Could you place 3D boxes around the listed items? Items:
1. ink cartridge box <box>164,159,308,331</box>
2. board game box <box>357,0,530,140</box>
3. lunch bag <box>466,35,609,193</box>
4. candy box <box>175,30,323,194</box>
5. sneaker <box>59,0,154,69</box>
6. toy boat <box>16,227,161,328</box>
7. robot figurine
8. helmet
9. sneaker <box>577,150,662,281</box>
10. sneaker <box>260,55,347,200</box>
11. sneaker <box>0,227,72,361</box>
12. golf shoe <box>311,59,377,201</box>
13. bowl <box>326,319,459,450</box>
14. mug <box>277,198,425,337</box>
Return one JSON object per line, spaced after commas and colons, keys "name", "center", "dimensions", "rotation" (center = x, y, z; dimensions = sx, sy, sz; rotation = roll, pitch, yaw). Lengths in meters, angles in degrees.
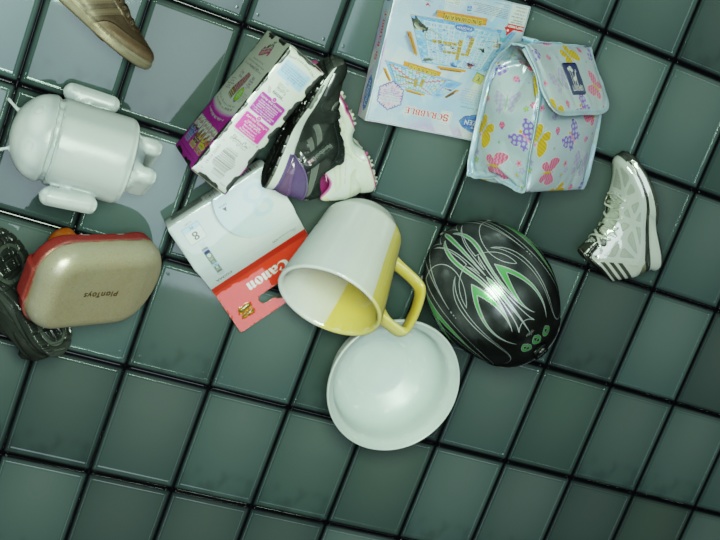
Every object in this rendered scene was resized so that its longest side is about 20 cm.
{"name": "ink cartridge box", "center": [-0.150, -0.028, 1.656], "dimensions": [0.160, 0.047, 0.200], "rotation": [-34, 111, -4]}
{"name": "board game box", "center": [0.114, -0.288, 1.651], "dimensions": [0.200, 0.041, 0.200], "rotation": [9, 105, -20]}
{"name": "lunch bag", "center": [0.250, -0.213, 1.642], "dimensions": [0.169, 0.127, 0.201], "rotation": [-6, 110, -49]}
{"name": "candy box", "center": [-0.146, -0.206, 1.551], "dimensions": [0.061, 0.136, 0.200], "rotation": [37, 95, -25]}
{"name": "sneaker", "center": [-0.321, -0.337, 1.492], "dimensions": [0.200, 0.070, 0.076], "rotation": [42, 92, -24]}
{"name": "toy boat", "center": [-0.362, -0.008, 1.564], "dimensions": [0.200, 0.131, 0.131], "rotation": [-3, 129, -47]}
{"name": "robot figurine", "center": [-0.355, -0.154, 1.518], "dimensions": [0.200, 0.113, 0.170], "rotation": [16, 65, -20]}
{"name": "helmet", "center": [0.184, 0.027, 1.706], "dimensions": [0.200, 0.200, 0.191], "rotation": [-39, 131, -1]}
{"name": "sneaker", "center": [0.377, -0.070, 1.781], "dimensions": [0.115, 0.076, 0.201], "rotation": [-21, 115, -11]}
{"name": "sneaker", "center": [-0.051, -0.183, 1.569], "dimensions": [0.087, 0.076, 0.200], "rotation": [20, 116, -20]}
{"name": "sneaker", "center": [-0.463, 0.035, 1.570], "dimensions": [0.091, 0.076, 0.200], "rotation": [-23, 96, 39]}
{"name": "golf shoe", "center": [-0.047, -0.182, 1.624], "dimensions": [0.091, 0.075, 0.200], "rotation": [-24, 112, -4]}
{"name": "bowl", "center": [0.037, 0.153, 1.748], "dimensions": [0.201, 0.090, 0.202], "rotation": [-5, 108, -14]}
{"name": "mug", "center": [-0.009, -0.004, 1.651], "dimensions": [0.187, 0.149, 0.153], "rotation": [60, 43, -42]}
